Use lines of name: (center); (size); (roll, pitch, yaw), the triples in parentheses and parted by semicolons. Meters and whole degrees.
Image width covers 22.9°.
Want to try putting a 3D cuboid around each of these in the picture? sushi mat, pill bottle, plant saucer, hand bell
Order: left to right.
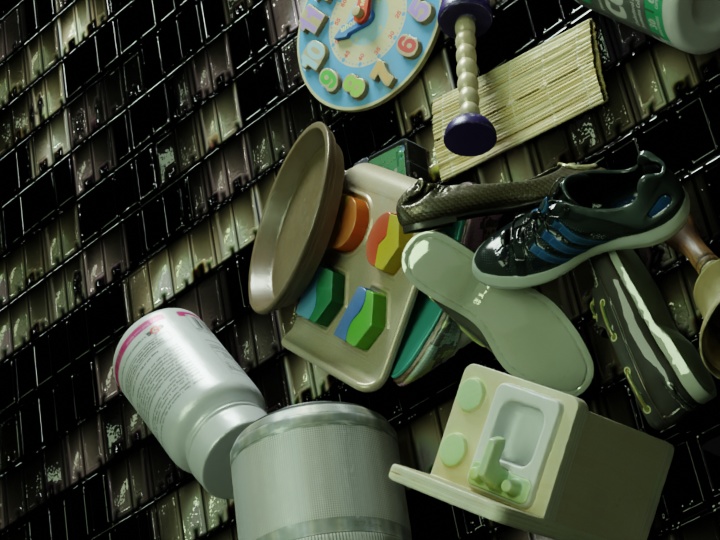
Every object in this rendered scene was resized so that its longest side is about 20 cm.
pill bottle: (-0.166, 0.137, 1.827); (0.114, 0.113, 0.200); (-56, 45, 12)
plant saucer: (-0.063, -0.050, 1.787); (0.200, 0.029, 0.202); (-162, 90, -73)
sushi mat: (0.148, -0.161, 1.707); (0.199, 0.012, 0.097); (-25, 58, 36)
pill bottle: (0.248, -0.275, 1.582); (0.200, 0.113, 0.114); (35, 99, 46)
hand bell: (0.285, -0.006, 1.478); (0.104, 0.104, 0.200); (-52, 33, 16)

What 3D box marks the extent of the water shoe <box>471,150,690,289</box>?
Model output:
water shoe: (0.174, -0.048, 1.489); (0.198, 0.079, 0.072); (-19, 42, 23)

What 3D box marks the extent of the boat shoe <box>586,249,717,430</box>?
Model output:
boat shoe: (0.228, 0.041, 1.507); (0.060, 0.071, 0.202); (-39, 53, 20)

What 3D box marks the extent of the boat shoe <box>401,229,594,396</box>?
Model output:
boat shoe: (0.124, 0.037, 1.576); (0.201, 0.060, 0.072); (39, 94, 7)

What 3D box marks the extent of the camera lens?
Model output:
camera lens: (-0.034, 0.232, 1.625); (0.159, 0.159, 0.202); (-29, 56, 33)

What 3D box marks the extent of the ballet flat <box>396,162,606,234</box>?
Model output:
ballet flat: (0.127, -0.073, 1.585); (0.067, 0.198, 0.047); (139, 119, -81)

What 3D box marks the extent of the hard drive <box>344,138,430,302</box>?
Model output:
hard drive: (0.014, -0.013, 1.764); (0.139, 0.038, 0.202); (-25, 58, 36)

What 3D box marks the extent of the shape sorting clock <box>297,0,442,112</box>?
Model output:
shape sorting clock: (0.007, -0.264, 1.867); (0.199, 0.039, 0.202); (-19, 62, 39)

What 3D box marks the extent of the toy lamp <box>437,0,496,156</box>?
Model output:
toy lamp: (0.103, -0.202, 1.722); (0.058, 0.058, 0.202); (-27, 47, 34)

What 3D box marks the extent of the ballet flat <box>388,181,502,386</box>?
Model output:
ballet flat: (0.090, 0.019, 1.651); (0.069, 0.071, 0.202); (2, 72, 63)

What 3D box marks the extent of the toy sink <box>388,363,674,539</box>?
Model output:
toy sink: (0.142, 0.152, 1.457); (0.130, 0.199, 0.113); (15, 85, 47)

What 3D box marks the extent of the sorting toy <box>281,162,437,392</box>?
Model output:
sorting toy: (0.000, 0.000, 1.696); (0.185, 0.036, 0.202); (24, 91, 58)
